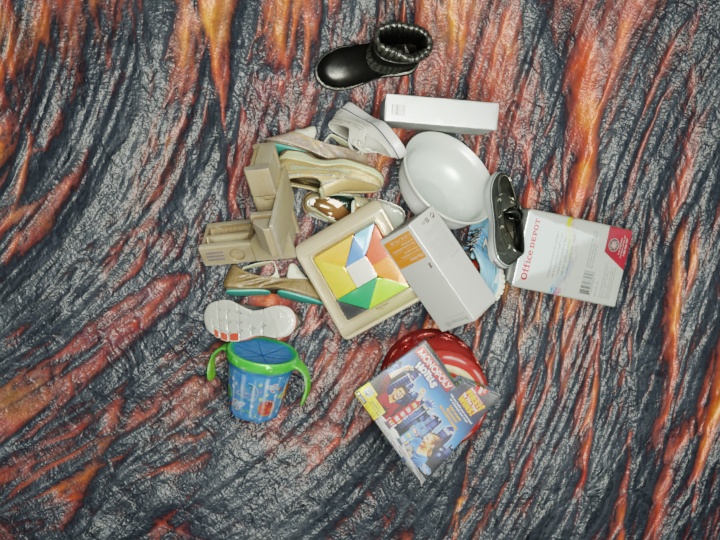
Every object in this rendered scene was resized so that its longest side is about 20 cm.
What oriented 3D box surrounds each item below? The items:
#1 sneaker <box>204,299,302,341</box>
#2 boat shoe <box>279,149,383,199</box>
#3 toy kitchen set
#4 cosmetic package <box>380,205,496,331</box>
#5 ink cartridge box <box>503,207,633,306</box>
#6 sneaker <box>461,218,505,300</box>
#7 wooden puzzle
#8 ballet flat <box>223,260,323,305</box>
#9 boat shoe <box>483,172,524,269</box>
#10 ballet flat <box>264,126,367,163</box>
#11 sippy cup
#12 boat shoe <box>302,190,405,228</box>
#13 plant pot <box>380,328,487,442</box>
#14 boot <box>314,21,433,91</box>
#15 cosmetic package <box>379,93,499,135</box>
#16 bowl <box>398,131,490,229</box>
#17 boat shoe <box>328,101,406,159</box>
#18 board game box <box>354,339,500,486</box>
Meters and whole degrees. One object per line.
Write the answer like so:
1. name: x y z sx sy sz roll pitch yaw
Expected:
1. sneaker: -0.201 0.099 1.438 0.199 0.082 0.077 5 88 21
2. boat shoe: -0.059 -0.161 1.376 0.199 0.072 0.076 9 60 7
3. toy kitchen set: -0.215 -0.086 1.315 0.179 0.164 0.201 -5 132 8
4. cosmetic package: 0.134 -0.001 1.321 0.071 0.101 0.200 -38 95 -33
5. ink cartridge box: 0.373 -0.029 1.414 0.199 0.145 0.146 12 96 -4
6. sneaker: 0.220 -0.040 1.399 0.090 0.078 0.201 21 58 -30
7. wooden puzzle: 0.000 0.000 1.376 0.185 0.037 0.201 -29 88 9
8. ballet flat: -0.160 0.019 1.442 0.199 0.068 0.073 6 76 0
9. boat shoe: 0.264 -0.096 1.348 0.068 0.057 0.201 23 55 -29
10. ballet flat: -0.079 -0.230 1.420 0.199 0.068 0.068 18 75 -10
11. sippy cup: -0.193 0.209 1.426 0.139 0.178 0.131 -4 111 -43
12. boat shoe: -0.012 -0.107 1.426 0.199 0.068 0.075 8 96 -4
13. plant pot: 0.141 0.219 1.412 0.199 0.182 0.202 0 94 -4
14. boot: 0.019 -0.384 1.354 0.210 0.158 0.080 -14 96 -1
15. cosmetic package: 0.137 -0.281 1.374 0.199 0.151 0.052 4 94 -4
16. bowl: 0.144 -0.151 1.398 0.200 0.090 0.202 16 55 -25
17. boat shoe: 0.007 -0.241 1.359 0.066 0.200 0.072 -41 139 -5
18. board game box: 0.124 0.224 1.289 0.200 0.062 0.200 -35 96 -2
